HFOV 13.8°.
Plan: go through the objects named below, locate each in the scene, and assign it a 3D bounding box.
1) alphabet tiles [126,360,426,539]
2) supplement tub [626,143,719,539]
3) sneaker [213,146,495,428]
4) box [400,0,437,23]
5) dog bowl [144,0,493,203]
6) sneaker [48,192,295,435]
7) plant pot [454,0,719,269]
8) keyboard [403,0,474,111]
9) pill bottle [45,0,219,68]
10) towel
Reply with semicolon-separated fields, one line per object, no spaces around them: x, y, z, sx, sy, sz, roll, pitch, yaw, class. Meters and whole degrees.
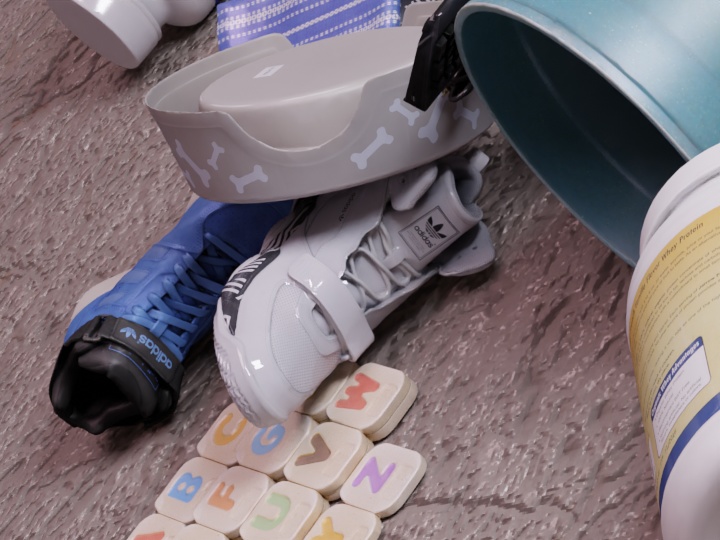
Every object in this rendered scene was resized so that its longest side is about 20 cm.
-0.053;0.128;1.581;0.200;0.015;0.195;-54;30;-15;alphabet tiles
0.188;0.045;1.252;0.144;0.144;0.200;-33;32;20;supplement tub
0.000;0.000;1.596;0.115;0.075;0.200;-20;26;35;sneaker
0.047;-0.234;1.880;0.157;0.050;0.200;-34;32;19;box
-0.015;-0.092;1.633;0.199;0.059;0.200;-13;15;4;dog bowl
-0.104;0.024;1.703;0.200;0.077;0.111;-34;25;32;sneaker
0.181;-0.113;1.426;0.188;0.200;0.200;-43;29;-12;plant pot
0.084;-0.156;1.520;0.200;0.021;0.127;-51;-11;-25;keyboard
-0.124;-0.239;2.037;0.200;0.112;0.112;-53;30;-14;pill bottle
-0.036;-0.098;1.783;0.144;0.024;0.201;-20;55;35;towel
